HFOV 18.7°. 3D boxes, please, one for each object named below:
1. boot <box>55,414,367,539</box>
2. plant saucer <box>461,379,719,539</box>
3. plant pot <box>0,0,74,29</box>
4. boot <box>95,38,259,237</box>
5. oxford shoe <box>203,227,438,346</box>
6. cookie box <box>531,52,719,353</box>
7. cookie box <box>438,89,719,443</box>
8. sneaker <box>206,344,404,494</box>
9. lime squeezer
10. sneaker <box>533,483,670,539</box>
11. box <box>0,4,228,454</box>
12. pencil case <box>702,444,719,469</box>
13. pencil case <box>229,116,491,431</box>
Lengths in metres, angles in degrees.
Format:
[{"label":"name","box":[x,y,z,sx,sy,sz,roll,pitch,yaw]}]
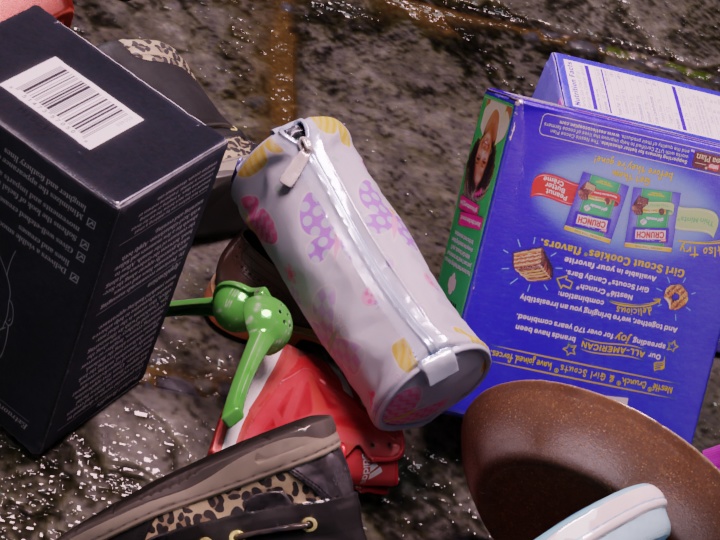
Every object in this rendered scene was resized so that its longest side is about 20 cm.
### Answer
[{"label":"boot","box":[-0.075,0.180,1.167,0.151,0.200,0.073,64,7,-1]},{"label":"plant saucer","box":[0.136,0.146,1.246,0.200,0.200,0.037,31,59,11]},{"label":"plant pot","box":[-0.292,-0.174,1.386,0.200,0.200,0.176,-32,80,-24]},{"label":"boot","box":[-0.161,-0.087,1.463,0.203,0.074,0.154,-6,44,-40]},{"label":"oxford shoe","box":[0.003,0.015,1.421,0.200,0.073,0.071,6,41,-20]},{"label":"cookie box","box":[0.198,-0.041,1.506,0.200,0.171,0.075,12,35,-13]},{"label":"cookie box","box":[0.143,0.003,1.387,0.171,0.200,0.075,12,7,-13]},{"label":"sneaker","box":[-0.032,0.115,1.285,0.115,0.078,0.200,19,39,-2]},{"label":"lime squeezer","box":[-0.078,0.038,1.308,0.038,0.071,0.200,40,0,-27]},{"label":"sneaker","box":[0.107,0.205,1.118,0.200,0.080,0.131,-33,78,-23]},{"label":"box","box":[-0.187,-0.023,1.269,0.148,0.200,0.107,36,39,15]},{"label":"pencil case","box":[0.249,0.204,1.306,0.085,0.092,0.200,-25,41,11]},{"label":"pencil case","box":[0.000,0.000,1.325,0.083,0.091,0.200,-17,62,-28]}]
